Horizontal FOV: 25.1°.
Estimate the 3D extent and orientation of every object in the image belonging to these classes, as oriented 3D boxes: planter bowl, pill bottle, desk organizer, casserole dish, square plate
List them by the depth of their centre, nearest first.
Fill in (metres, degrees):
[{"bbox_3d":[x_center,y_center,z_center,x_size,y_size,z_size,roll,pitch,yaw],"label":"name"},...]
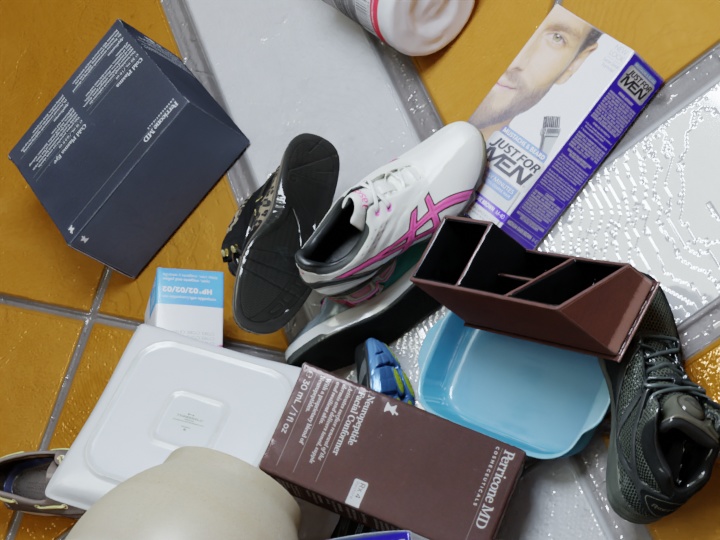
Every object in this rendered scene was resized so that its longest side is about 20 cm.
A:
[{"bbox_3d":[-0.126,0.222,1.253,0.200,0.200,0.135,-1,49,38],"label":"planter bowl"},{"bbox_3d":[0.134,0.010,1.293,0.200,0.077,0.072,11,69,57],"label":"desk organizer"},{"bbox_3d":[0.136,0.091,1.363,0.200,0.039,0.121,18,81,42],"label":"casserole dish"},{"bbox_3d":[-0.146,0.139,1.409,0.200,0.028,0.198,15,52,15],"label":"square plate"},{"bbox_3d":[0.014,-0.298,1.592,0.111,0.111,0.200,-54,48,5],"label":"pill bottle"}]

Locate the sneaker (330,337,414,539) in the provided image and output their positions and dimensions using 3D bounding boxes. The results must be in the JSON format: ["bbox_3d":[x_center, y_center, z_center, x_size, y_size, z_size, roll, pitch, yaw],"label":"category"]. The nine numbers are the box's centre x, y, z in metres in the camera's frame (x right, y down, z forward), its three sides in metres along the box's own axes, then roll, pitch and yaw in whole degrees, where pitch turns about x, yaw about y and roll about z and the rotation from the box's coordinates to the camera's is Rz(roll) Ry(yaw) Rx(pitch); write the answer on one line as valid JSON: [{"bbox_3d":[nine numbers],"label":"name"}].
[{"bbox_3d":[0.001,0.153,1.416,0.083,0.071,0.200,-9,67,28],"label":"sneaker"}]

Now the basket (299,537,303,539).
[{"bbox_3d":[-0.132,0.323,1.406,0.200,0.123,0.136,-33,54,20],"label":"basket"}]

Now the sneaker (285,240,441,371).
[{"bbox_3d":[0.000,0.000,1.479,0.200,0.084,0.121,-34,56,13],"label":"sneaker"}]

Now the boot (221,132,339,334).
[{"bbox_3d":[-0.087,-0.018,1.519,0.151,0.073,0.200,143,144,-64],"label":"boot"}]

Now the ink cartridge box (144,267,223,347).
[{"bbox_3d":[-0.172,0.112,1.536,0.115,0.068,0.200,116,155,-61],"label":"ink cartridge box"}]

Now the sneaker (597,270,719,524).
[{"bbox_3d":[0.234,0.086,1.236,0.114,0.076,0.200,137,139,-62],"label":"sneaker"}]

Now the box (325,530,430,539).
[{"bbox_3d":[0.041,0.320,1.231,0.105,0.184,0.200,-14,61,31],"label":"box"}]

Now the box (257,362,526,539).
[{"bbox_3d":[0.026,0.163,1.326,0.200,0.075,0.100,21,74,8],"label":"box"}]

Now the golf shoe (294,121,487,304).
[{"bbox_3d":[0.029,-0.053,1.389,0.200,0.092,0.073,-46,63,4],"label":"golf shoe"}]

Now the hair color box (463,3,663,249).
[{"bbox_3d":[0.160,-0.124,1.428,0.200,0.065,0.109,-52,48,4],"label":"hair color box"}]

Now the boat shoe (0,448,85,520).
[{"bbox_3d":[-0.298,0.213,1.629,0.200,0.060,0.072,-5,66,36],"label":"boat shoe"}]

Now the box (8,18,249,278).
[{"bbox_3d":[-0.250,-0.130,1.723,0.200,0.104,0.182,-48,48,10],"label":"box"}]
